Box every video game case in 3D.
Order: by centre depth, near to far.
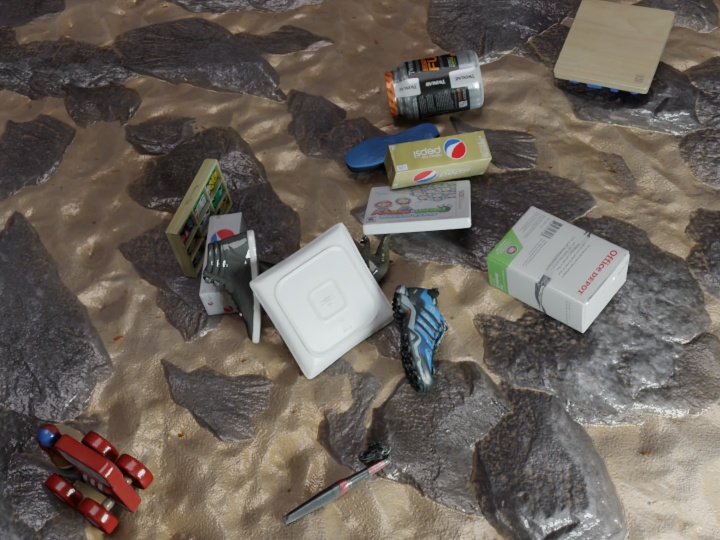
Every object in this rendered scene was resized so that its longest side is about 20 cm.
[{"bbox_3d":[0.110,-0.122,1.705,0.198,0.024,0.183,-4,28,9],"label":"video game case"}]

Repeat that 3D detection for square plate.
[{"bbox_3d":[-0.058,0.051,1.546,0.199,0.199,0.028,-34,9,-17],"label":"square plate"}]

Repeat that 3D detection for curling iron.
[{"bbox_3d":[-0.035,0.333,1.397,0.199,0.026,0.050,-35,31,-12],"label":"curling iron"}]

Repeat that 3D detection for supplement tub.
[{"bbox_3d":[0.154,-0.388,1.897,0.198,0.123,0.123,-10,49,3],"label":"supplement tub"}]

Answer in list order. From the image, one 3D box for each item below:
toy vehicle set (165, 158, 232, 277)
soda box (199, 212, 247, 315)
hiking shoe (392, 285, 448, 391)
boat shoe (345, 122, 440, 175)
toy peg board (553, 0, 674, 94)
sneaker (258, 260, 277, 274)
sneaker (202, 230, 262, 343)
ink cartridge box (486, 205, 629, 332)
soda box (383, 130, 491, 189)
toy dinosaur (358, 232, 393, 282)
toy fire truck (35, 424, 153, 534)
[{"bbox_3d":[-0.311,-0.104,1.752,0.026,0.125,0.201,7,52,17],"label":"toy vehicle set"},{"bbox_3d":[-0.257,-0.015,1.708,0.067,0.064,0.201,-6,49,6],"label":"soda box"},{"bbox_3d":[0.110,0.108,1.512,0.086,0.075,0.202,-3,57,-8],"label":"hiking shoe"},{"bbox_3d":[0.069,-0.230,1.821,0.198,0.069,0.085,-13,57,1],"label":"boat shoe"},{"bbox_3d":[0.540,-0.455,1.909,0.198,0.098,0.201,16,71,24],"label":"toy peg board"},{"bbox_3d":[-0.153,0.035,1.635,0.075,0.080,0.199,8,12,-37],"label":"sneaker"},{"bbox_3d":[-0.226,0.032,1.590,0.098,0.202,0.071,-6,11,-4],"label":"sneaker"},{"bbox_3d":[0.342,-0.004,1.560,0.199,0.084,0.145,30,62,31],"label":"ink cartridge box"},{"bbox_3d":[0.151,-0.216,1.756,0.198,0.068,0.065,-9,69,-11],"label":"soda box"},{"bbox_3d":[0.000,0.000,1.649,0.199,0.077,0.103,-29,64,-19],"label":"toy dinosaur"},{"bbox_3d":[-0.430,0.304,1.405,0.199,0.169,0.112,23,58,28],"label":"toy fire truck"}]
